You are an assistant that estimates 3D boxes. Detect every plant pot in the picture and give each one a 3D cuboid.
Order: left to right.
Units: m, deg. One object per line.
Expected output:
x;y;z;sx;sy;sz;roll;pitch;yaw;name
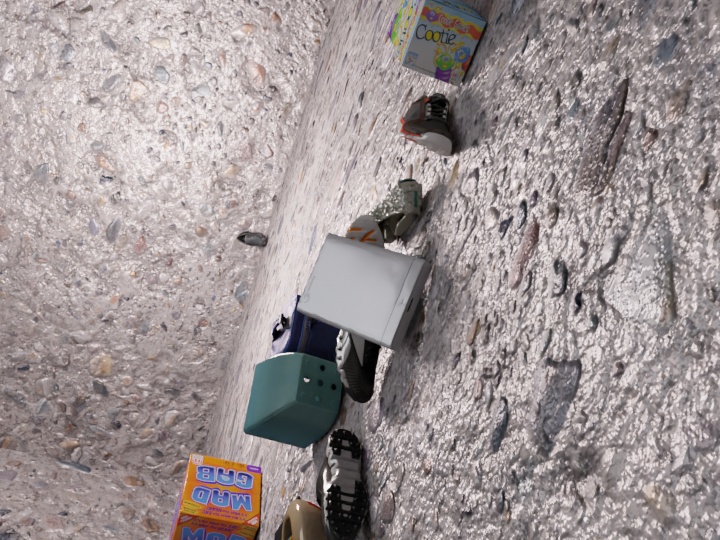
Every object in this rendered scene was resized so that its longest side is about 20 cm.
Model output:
-0.117;0.239;1.278;0.200;0.138;0.145;-38;39;55;plant pot

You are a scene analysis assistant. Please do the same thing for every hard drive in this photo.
0.000;0.027;1.000;0.197;0.027;0.135;17;81;41;hard drive

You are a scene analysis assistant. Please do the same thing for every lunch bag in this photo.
-0.120;0.137;1.390;0.200;0.129;0.139;134;148;-62;lunch bag

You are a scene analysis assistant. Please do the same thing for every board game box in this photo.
-0.378;0.636;1.734;0.201;0.195;0.204;-101;29;-61;board game box
0.115;-0.389;1.077;0.202;0.102;0.105;-97;26;-58;board game box

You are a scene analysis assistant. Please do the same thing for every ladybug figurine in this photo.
-0.079;0.426;1.036;0.201;0.070;0.139;122;146;-64;ladybug figurine

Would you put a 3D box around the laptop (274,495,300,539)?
-0.191;0.562;1.294;0.203;0.101;0.179;-90;22;-45;laptop

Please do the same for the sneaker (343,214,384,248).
0.000;0.000;1.138;0.078;0.076;0.205;-81;-3;-66;sneaker

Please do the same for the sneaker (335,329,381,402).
0.010;0.099;1.034;0.089;0.066;0.206;-13;73;41;sneaker

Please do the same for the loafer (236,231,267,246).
-0.507;-0.143;3.131;0.198;0.069;0.070;13;117;47;loafer

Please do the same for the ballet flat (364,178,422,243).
0.047;-0.083;1.116;0.200;0.070;0.074;135;148;-63;ballet flat

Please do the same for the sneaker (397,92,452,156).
0.104;-0.236;1.035;0.083;0.076;0.201;-63;18;16;sneaker

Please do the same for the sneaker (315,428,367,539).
-0.032;0.338;0.999;0.201;0.065;0.092;-93;20;-60;sneaker
